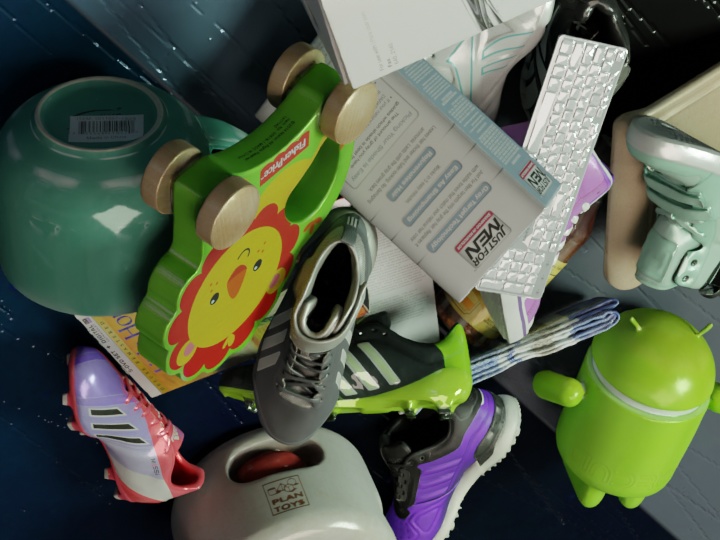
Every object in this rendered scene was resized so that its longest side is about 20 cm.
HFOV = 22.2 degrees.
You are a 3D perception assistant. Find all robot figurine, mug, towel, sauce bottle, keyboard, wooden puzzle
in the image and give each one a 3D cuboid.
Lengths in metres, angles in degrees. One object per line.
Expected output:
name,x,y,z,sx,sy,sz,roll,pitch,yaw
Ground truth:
robot figurine,0.244,0.120,1.636,0.174,0.116,0.201,4,129,-17
mug,-0.166,-0.069,1.261,0.185,0.151,0.115,-39,145,-38
towel,0.119,0.070,1.534,0.199,0.024,0.147,-24,180,0
sauce bottle,0.143,-0.026,1.494,0.066,0.066,0.200,28,109,-40
keyboard,0.137,-0.072,1.331,0.056,0.011,0.202,6,114,-27
wooden puzzle,0.277,-0.095,1.485,0.199,0.037,0.186,-28,138,-23

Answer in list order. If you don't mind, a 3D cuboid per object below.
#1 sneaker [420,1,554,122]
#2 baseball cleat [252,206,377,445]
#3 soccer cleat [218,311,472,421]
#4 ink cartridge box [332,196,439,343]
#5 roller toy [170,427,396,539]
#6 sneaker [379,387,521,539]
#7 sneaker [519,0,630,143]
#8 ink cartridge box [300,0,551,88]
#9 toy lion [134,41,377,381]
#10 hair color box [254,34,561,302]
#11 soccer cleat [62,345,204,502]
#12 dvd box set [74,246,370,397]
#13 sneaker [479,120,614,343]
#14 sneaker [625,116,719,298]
sneaker,0.079,-0.171,1.326,0.080,0.071,0.201,6,128,-25
baseball cleat,-0.040,0.052,1.326,0.069,0.107,0.202,15,114,2
soccer cleat,-0.011,0.075,1.441,0.198,0.082,0.068,0,167,-1
ink cartridge box,0.000,0.000,1.462,0.108,0.051,0.201,-16,134,-8
roller toy,-0.065,0.237,1.587,0.199,0.140,0.183,27,115,-39
sneaker,0.052,0.175,1.641,0.099,0.070,0.201,18,119,-27
sneaker,0.162,-0.147,1.369,0.066,0.091,0.201,-15,135,-9
ink cartridge box,0.052,-0.225,1.205,0.199,0.147,0.086,-23,135,-3
toy lion,-0.075,-0.026,1.233,0.200,0.068,0.193,-43,153,-33
hair color box,0.034,-0.085,1.305,0.200,0.061,0.099,42,115,1
soccer cleat,-0.183,0.122,1.473,0.076,0.067,0.201,-6,141,8
dvd box set,-0.112,0.015,1.396,0.199,0.030,0.147,-21,133,17
sneaker,0.144,-0.031,1.405,0.113,0.073,0.202,-18,136,-11
sneaker,0.242,-0.041,1.405,0.200,0.074,0.119,21,102,-53
